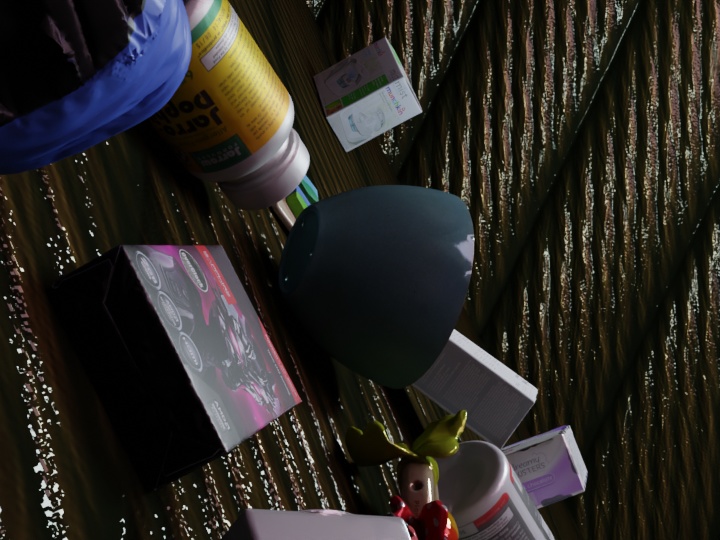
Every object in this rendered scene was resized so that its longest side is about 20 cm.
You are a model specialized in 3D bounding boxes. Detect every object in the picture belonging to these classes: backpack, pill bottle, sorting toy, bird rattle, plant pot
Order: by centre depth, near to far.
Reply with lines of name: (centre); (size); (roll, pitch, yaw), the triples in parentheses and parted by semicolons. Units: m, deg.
backpack: (-0.166, -0.149, 0.520); (0.200, 0.162, 0.168); (62, 5, 7)
pill bottle: (-0.125, -0.147, 0.938); (0.200, 0.113, 0.113); (56, 10, -41)
bird rattle: (0.058, 0.219, 0.960); (0.200, 0.112, 0.163); (-103, 179, -51)
plant pot: (0.000, 0.000, 1.076); (0.135, 0.200, 0.200); (19, 28, -22)
pill bottle: (0.141, 0.286, 1.174); (0.200, 0.114, 0.114); (59, 9, -27)
sorting toy: (-0.053, -0.055, 1.348); (0.200, 0.036, 0.185); (59, 9, -25)

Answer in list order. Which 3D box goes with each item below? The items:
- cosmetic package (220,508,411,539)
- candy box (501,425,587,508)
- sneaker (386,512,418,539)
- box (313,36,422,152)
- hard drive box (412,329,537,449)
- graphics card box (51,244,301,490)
cosmetic package: (-0.006, 0.214, 0.515); (0.102, 0.074, 0.200); (13, 38, -33)
candy box: (0.180, 0.249, 1.334); (0.200, 0.168, 0.072); (20, 49, -77)
sneaker: (0.026, 0.245, 0.740); (0.098, 0.071, 0.200); (60, 8, -10)
box: (0.014, -0.356, 2.256); (0.097, 0.176, 0.200); (57, 10, -34)
hard drive box: (0.121, 0.129, 1.413); (0.200, 0.077, 0.156); (37, 5, 9)
graphics card box: (-0.101, 0.048, 0.672); (0.126, 0.051, 0.200); (63, 9, 4)
